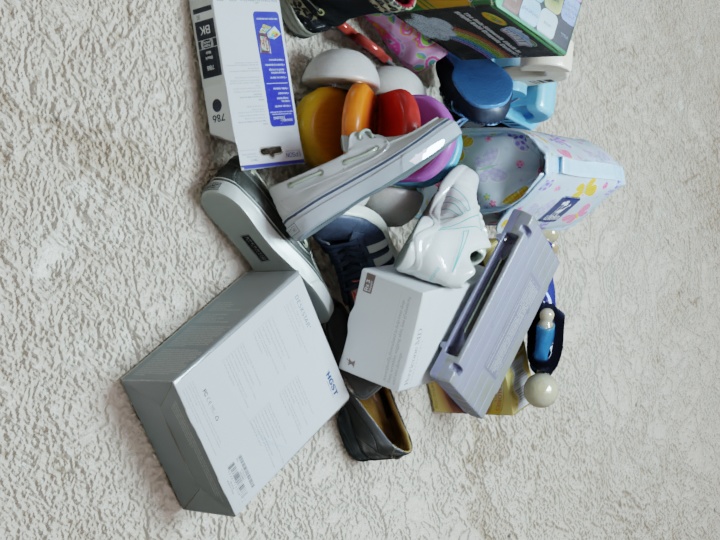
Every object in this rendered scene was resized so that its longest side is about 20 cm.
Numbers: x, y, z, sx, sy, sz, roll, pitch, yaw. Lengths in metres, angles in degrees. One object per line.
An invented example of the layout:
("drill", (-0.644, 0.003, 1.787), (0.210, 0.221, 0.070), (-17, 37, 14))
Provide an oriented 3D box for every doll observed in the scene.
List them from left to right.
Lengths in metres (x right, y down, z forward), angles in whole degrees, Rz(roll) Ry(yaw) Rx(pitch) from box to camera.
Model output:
("doll", (0.210, 0.061, 1.598), (0.136, 0.048, 0.200), (69, 21, -66))

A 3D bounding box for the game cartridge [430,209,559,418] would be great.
("game cartridge", (0.145, 0.048, 1.483), (0.200, 0.038, 0.130), (-62, 154, -13))

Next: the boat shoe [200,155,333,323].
("boat shoe", (-0.080, -0.030, 1.413), (0.200, 0.071, 0.064), (55, 51, -31))

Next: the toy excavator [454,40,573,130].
("toy excavator", (0.196, -0.227, 1.649), (0.194, 0.200, 0.100), (18, 74, -50))

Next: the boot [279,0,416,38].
("boot", (-0.037, -0.338, 1.409), (0.073, 0.154, 0.204), (-48, 124, -40))

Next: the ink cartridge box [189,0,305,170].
("ink cartridge box", (-0.114, -0.199, 1.395), (0.099, 0.039, 0.200), (-10, 92, -51))

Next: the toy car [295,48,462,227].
("toy car", (0.029, -0.141, 1.486), (0.200, 0.150, 0.175), (10, 81, -50))

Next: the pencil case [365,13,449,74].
("pencil case", (0.032, -0.308, 1.544), (0.200, 0.087, 0.088), (43, 58, -38))

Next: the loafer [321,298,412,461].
("loafer", (0.003, 0.117, 1.506), (0.073, 0.072, 0.200), (-44, 120, -40))

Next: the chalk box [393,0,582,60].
("chalk box", (0.157, -0.303, 1.465), (0.125, 0.200, 0.124), (26, 77, -40))

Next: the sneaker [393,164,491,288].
("sneaker", (0.098, -0.041, 1.463), (0.080, 0.070, 0.200), (28, 37, 1))

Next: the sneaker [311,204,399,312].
("sneaker", (0.000, 0.000, 1.476), (0.200, 0.075, 0.085), (45, 43, -54))

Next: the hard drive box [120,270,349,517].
("hard drive box", (-0.116, 0.116, 1.361), (0.200, 0.077, 0.156), (-42, 120, -42))

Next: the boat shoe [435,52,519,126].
("boat shoe", (0.131, -0.198, 1.571), (0.200, 0.084, 0.069), (-95, -170, -63))

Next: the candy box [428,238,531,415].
("candy box", (0.126, 0.065, 1.622), (0.056, 0.117, 0.200), (-28, 111, -48))

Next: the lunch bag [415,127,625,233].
("lunch bag", (0.184, -0.105, 1.633), (0.169, 0.200, 0.127), (-1, 89, -51))

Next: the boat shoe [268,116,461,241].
("boat shoe", (0.003, -0.107, 1.369), (0.200, 0.074, 0.067), (-32, 88, -10))

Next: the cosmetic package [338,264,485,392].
("cosmetic package", (0.070, 0.052, 1.472), (0.200, 0.081, 0.113), (-13, 119, -58))

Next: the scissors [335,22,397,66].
("scissors", (0.020, -0.246, 1.577), (0.014, 0.073, 0.200), (-57, 160, 7))
